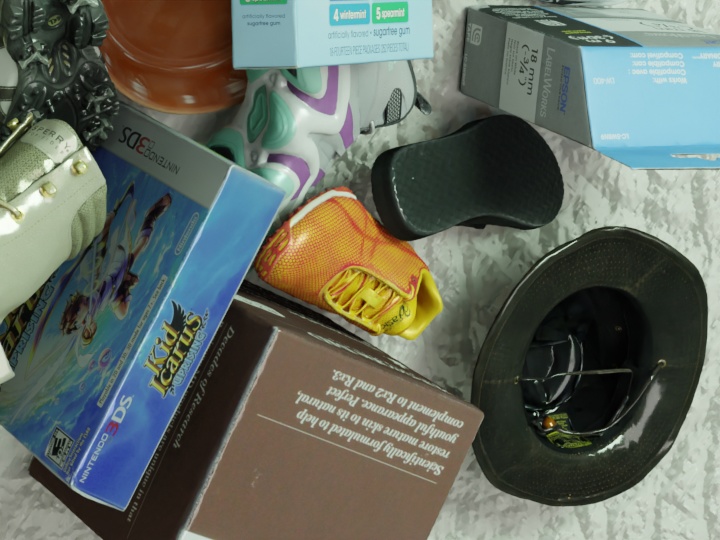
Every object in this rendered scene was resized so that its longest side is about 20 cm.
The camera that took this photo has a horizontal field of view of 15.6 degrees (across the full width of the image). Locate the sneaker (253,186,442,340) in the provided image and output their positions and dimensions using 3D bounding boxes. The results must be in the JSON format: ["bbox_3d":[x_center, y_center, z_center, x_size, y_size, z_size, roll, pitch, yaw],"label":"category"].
[{"bbox_3d":[0.000,0.000,1.602,0.073,0.077,0.200,-48,158,14],"label":"sneaker"}]

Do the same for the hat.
[{"bbox_3d":[0.139,0.053,1.753,0.199,0.081,0.202,-11,118,-22],"label":"hat"}]

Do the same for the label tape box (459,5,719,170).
[{"bbox_3d":[0.174,-0.117,1.644,0.143,0.200,0.064,-2,107,-30],"label":"label tape box"}]

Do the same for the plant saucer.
[{"bbox_3d":[-0.085,-0.188,1.546,0.199,0.032,0.202,-21,130,-27],"label":"plant saucer"}]

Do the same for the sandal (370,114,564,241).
[{"bbox_3d":[0.062,-0.058,1.675,0.200,0.048,0.076,-6,84,-53],"label":"sandal"}]

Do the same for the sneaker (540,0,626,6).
[{"bbox_3d":[0.122,-0.207,1.635,0.199,0.115,0.076,20,95,-34],"label":"sneaker"}]

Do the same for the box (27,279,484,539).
[{"bbox_3d":[-0.067,0.103,1.574,0.165,0.200,0.165,24,93,-34],"label":"box"}]

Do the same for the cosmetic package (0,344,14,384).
[{"bbox_3d":[-0.309,0.057,1.474,0.199,0.087,0.104,-29,103,-21],"label":"cosmetic package"}]

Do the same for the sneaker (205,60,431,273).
[{"bbox_3d":[-0.016,-0.087,1.599,0.139,0.078,0.201,-7,131,-40],"label":"sneaker"}]

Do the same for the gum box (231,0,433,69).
[{"bbox_3d":[-0.014,-0.214,1.450,0.170,0.044,0.202,-12,102,-62],"label":"gum box"}]

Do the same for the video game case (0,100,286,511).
[{"bbox_3d":[-0.143,0.013,1.511,0.045,0.181,0.201,27,91,-32],"label":"video game case"}]

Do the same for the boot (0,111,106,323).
[{"bbox_3d":[-0.211,-0.029,1.381,0.155,0.072,0.200,-46,153,-16],"label":"boot"}]

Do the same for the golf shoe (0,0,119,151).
[{"bbox_3d":[-0.187,-0.129,1.491,0.077,0.095,0.201,-21,151,-24],"label":"golf shoe"}]
